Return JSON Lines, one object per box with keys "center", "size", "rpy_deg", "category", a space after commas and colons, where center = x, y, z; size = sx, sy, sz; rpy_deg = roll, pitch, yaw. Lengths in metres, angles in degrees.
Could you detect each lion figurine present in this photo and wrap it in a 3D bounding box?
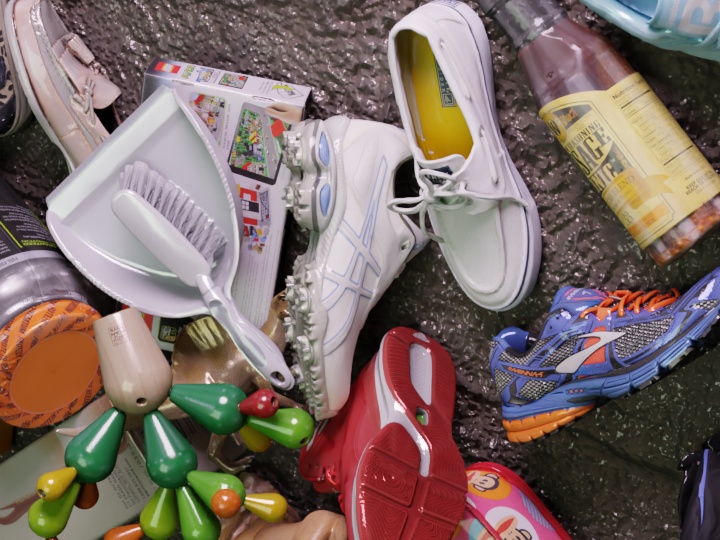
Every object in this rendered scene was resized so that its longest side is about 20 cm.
{"center": [-0.050, 0.194, 1.489], "size": [0.200, 0.123, 0.072], "rpy_deg": [-4, 140, 49], "category": "lion figurine"}

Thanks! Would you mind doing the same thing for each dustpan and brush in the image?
{"center": [-0.108, -0.003, 1.438], "size": [0.200, 0.057, 0.140], "rpy_deg": [46, 116, -7], "category": "dustpan and brush"}

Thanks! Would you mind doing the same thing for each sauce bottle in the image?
{"center": [0.144, -0.096, 1.313], "size": [0.200, 0.066, 0.066], "rpy_deg": [52, 126, 7], "category": "sauce bottle"}

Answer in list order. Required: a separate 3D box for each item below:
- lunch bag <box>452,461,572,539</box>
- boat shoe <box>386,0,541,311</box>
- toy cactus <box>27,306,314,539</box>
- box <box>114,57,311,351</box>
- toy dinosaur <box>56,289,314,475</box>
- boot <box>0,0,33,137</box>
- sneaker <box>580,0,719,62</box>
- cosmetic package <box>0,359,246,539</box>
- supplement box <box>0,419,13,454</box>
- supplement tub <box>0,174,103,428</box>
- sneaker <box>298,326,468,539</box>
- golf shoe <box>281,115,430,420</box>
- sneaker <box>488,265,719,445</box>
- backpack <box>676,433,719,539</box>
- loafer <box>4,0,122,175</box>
{"center": [0.071, 0.244, 1.471], "size": [0.176, 0.082, 0.200], "rpy_deg": [50, 125, 6], "category": "lunch bag"}
{"center": [0.056, -0.064, 1.364], "size": [0.075, 0.086, 0.202], "rpy_deg": [-3, 105, 32], "category": "boat shoe"}
{"center": [-0.138, 0.108, 1.430], "size": [0.200, 0.102, 0.165], "rpy_deg": [-22, 88, 12], "category": "toy cactus"}
{"center": [-0.102, -0.037, 1.482], "size": [0.110, 0.035, 0.200], "rpy_deg": [12, 115, 3], "category": "box"}
{"center": [-0.098, 0.084, 1.492], "size": [0.200, 0.058, 0.101], "rpy_deg": [-32, 98, 5], "category": "toy dinosaur"}
{"center": [-0.314, -0.174, 1.514], "size": [0.073, 0.154, 0.204], "rpy_deg": [-13, 101, 35], "category": "boot"}
{"center": [0.202, -0.144, 1.246], "size": [0.200, 0.082, 0.074], "rpy_deg": [20, 118, 25], "category": "sneaker"}
{"center": [-0.194, 0.149, 1.591], "size": [0.200, 0.103, 0.087], "rpy_deg": [-33, 87, 34], "category": "cosmetic package"}
{"center": [-0.362, 0.061, 1.680], "size": [0.200, 0.074, 0.126], "rpy_deg": [20, 116, 25], "category": "supplement box"}
{"center": [-0.262, 0.014, 1.535], "size": [0.200, 0.122, 0.123], "rpy_deg": [45, 128, 39], "category": "supplement tub"}
{"center": [0.010, 0.142, 1.421], "size": [0.078, 0.200, 0.116], "rpy_deg": [28, 131, -13], "category": "sneaker"}
{"center": [0.000, 0.000, 1.416], "size": [0.097, 0.078, 0.200], "rpy_deg": [-2, 105, -14], "category": "golf shoe"}
{"center": [0.152, 0.041, 1.354], "size": [0.200, 0.075, 0.078], "rpy_deg": [-31, 86, 34], "category": "sneaker"}
{"center": [0.242, 0.223, 1.306], "size": [0.154, 0.200, 0.191], "rpy_deg": [11, 117, 14], "category": "backpack"}
{"center": [-0.181, -0.103, 1.520], "size": [0.063, 0.072, 0.200], "rpy_deg": [-16, 105, 17], "category": "loafer"}
